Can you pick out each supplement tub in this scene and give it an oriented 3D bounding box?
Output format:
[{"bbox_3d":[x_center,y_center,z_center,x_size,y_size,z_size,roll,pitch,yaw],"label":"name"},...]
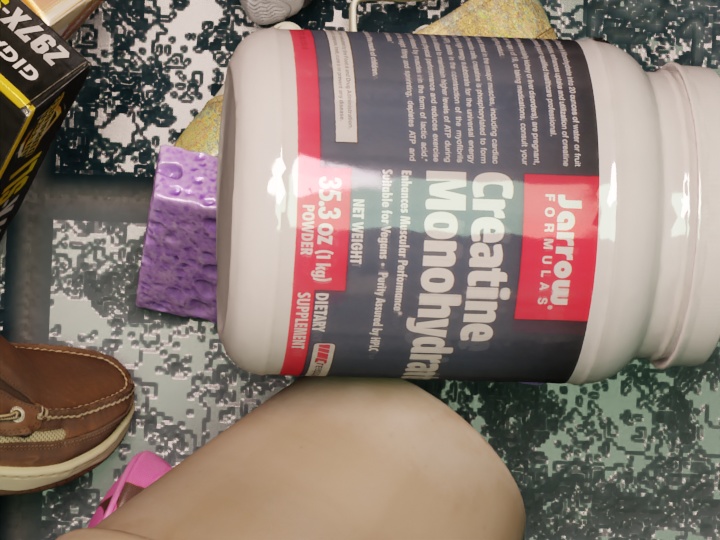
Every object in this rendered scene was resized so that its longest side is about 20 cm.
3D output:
[{"bbox_3d":[0.043,-0.025,1.101,0.198,0.140,0.141,2,90,-6],"label":"supplement tub"}]

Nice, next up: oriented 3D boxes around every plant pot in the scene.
[{"bbox_3d":[-0.022,0.140,1.120,0.200,0.200,0.174,41,61,-2],"label":"plant pot"}]

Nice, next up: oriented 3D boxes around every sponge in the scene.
[{"bbox_3d":[0.000,0.000,1.223,0.199,0.112,0.030,10,60,-3],"label":"sponge"}]

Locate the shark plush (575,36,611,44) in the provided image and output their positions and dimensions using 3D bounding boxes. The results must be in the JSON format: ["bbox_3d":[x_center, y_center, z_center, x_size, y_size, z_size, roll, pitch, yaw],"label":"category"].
[{"bbox_3d":[0.038,-0.043,1.210,0.199,0.083,0.091,-6,68,-27],"label":"shark plush"}]

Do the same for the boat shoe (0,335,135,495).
[{"bbox_3d":[-0.168,0.054,1.178,0.075,0.202,0.075,37,119,28],"label":"boat shoe"}]

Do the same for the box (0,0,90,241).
[{"bbox_3d":[-0.217,-0.069,1.164,0.160,0.200,0.049,41,45,5],"label":"box"}]

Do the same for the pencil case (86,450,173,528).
[{"bbox_3d":[-0.038,0.168,1.235,0.199,0.091,0.094,27,54,-1],"label":"pencil case"}]

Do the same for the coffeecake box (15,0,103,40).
[{"bbox_3d":[-0.217,-0.158,1.188,0.200,0.153,0.073,50,44,-2],"label":"coffeecake box"}]

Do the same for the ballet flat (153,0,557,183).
[{"bbox_3d":[-0.007,-0.090,1.245,0.199,0.071,0.071,-18,91,-8],"label":"ballet flat"}]

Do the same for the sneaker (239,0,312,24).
[{"bbox_3d":[-0.010,-0.178,1.181,0.113,0.200,0.076,-22,76,-7],"label":"sneaker"}]
